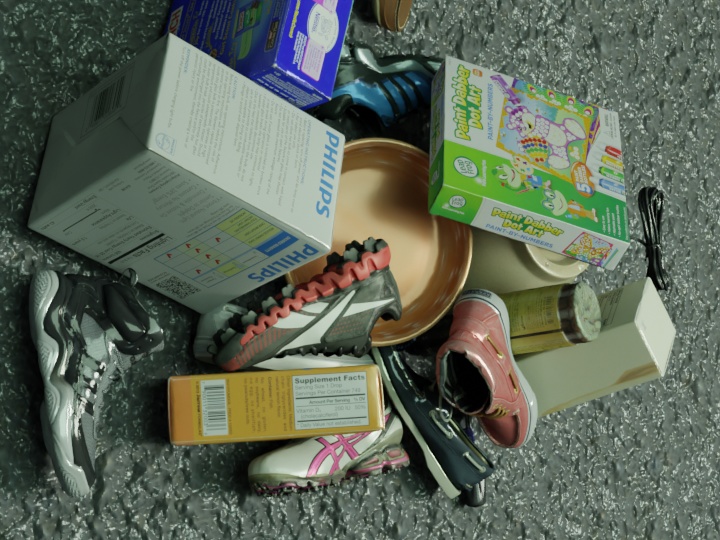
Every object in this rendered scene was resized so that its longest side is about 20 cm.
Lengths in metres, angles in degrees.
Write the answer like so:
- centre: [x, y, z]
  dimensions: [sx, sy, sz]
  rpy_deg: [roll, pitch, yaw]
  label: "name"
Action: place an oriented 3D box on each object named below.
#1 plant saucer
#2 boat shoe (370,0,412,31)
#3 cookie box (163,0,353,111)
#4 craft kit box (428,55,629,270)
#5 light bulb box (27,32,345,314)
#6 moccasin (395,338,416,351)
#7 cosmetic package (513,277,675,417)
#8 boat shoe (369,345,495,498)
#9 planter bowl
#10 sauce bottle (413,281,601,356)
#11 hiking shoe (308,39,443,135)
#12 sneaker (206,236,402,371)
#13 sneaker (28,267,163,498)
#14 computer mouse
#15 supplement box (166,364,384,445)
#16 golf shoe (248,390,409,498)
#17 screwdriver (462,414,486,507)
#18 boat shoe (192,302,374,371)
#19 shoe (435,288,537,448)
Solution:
- centre: [0.012, -0.028, 1.649]
  dimensions: [0.198, 0.037, 0.202]
  rpy_deg: [0, 91, -19]
  label: "plant saucer"
- centre: [0.059, -0.334, 1.719]
  dimensions: [0.076, 0.073, 0.201]
  rpy_deg: [-57, 161, -53]
  label: "boat shoe"
- centre: [-0.100, -0.219, 1.554]
  dimensions: [0.075, 0.199, 0.172]
  rpy_deg: [29, 62, -35]
  label: "cookie box"
- centre: [0.164, -0.108, 1.667]
  dimensions: [0.196, 0.049, 0.201]
  rpy_deg: [14, 44, -11]
  label: "craft kit box"
- centre: [-0.153, -0.079, 1.499]
  dimensions: [0.199, 0.198, 0.126]
  rpy_deg: [28, 55, -32]
  label: "light bulb box"
- centre: [0.000, 0.000, 1.698]
  dimensions: [0.081, 0.068, 0.201]
  rpy_deg: [-47, 112, -31]
  label: "moccasin"
- centre: [0.219, 0.088, 1.761]
  dimensions: [0.071, 0.199, 0.105]
  rpy_deg: [61, 29, -16]
  label: "cosmetic package"
- centre: [0.072, 0.143, 1.723]
  dimensions: [0.062, 0.075, 0.201]
  rpy_deg: [-28, 108, 6]
  label: "boat shoe"
- centre: [0.165, -0.043, 1.785]
  dimensions: [0.199, 0.134, 0.202]
  rpy_deg: [6, 80, -37]
  label: "planter bowl"
- centre: [0.144, 0.055, 1.720]
  dimensions: [0.065, 0.199, 0.065]
  rpy_deg: [19, 67, -54]
  label: "sauce bottle"
- centre: [0.032, -0.180, 1.749]
  dimensions: [0.198, 0.074, 0.088]
  rpy_deg: [6, 87, -26]
  label: "hiking shoe"
- centre: [-0.044, 0.052, 1.573]
  dimensions: [0.200, 0.071, 0.098]
  rpy_deg: [-30, 98, -18]
  label: "sneaker"
- centre: [-0.226, 0.094, 1.493]
  dimensions: [0.113, 0.075, 0.202]
  rpy_deg: [-7, 85, -17]
  label: "sneaker"
- centre: [0.250, -0.045, 1.738]
  dimensions: [0.199, 0.044, 0.111]
  rpy_deg: [11, 78, -37]
  label: "computer mouse"
- centre: [-0.080, 0.125, 1.571]
  dimensions: [0.198, 0.067, 0.069]
  rpy_deg: [-1, 85, -8]
  label: "supplement box"
- centre: [-0.039, 0.169, 1.653]
  dimensions: [0.199, 0.072, 0.093]
  rpy_deg: [-9, 84, -48]
  label: "golf shoe"
- centre: [0.110, 0.151, 1.802]
  dimensions: [0.028, 0.029, 0.202]
  rpy_deg: [1, 76, -36]
  label: "screwdriver"
- centre: [-0.070, 0.067, 1.644]
  dimensions: [0.199, 0.072, 0.069]
  rpy_deg: [10, 81, -26]
  label: "boat shoe"
- centre: [0.121, 0.122, 1.680]
  dimensions: [0.091, 0.071, 0.201]
  rpy_deg: [-61, 144, -44]
  label: "shoe"
